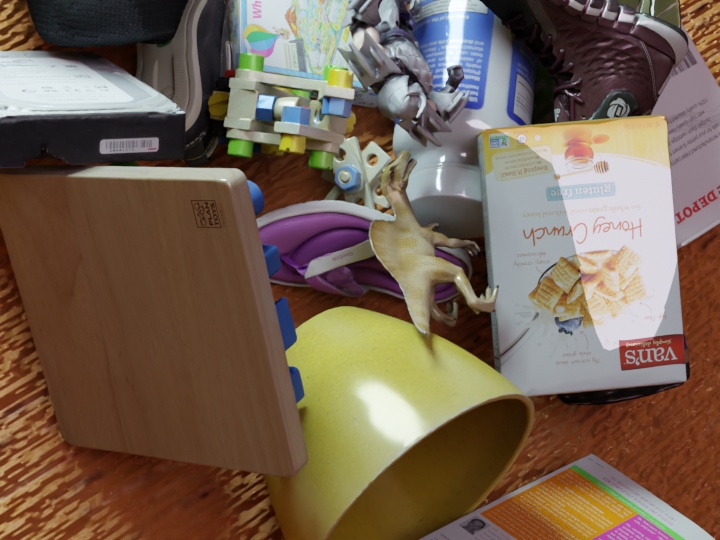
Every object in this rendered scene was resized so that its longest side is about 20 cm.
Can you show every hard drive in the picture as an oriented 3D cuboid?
[{"bbox_3d":[-0.215,-0.113,0.963,0.138,0.200,0.038,-5,110,-27],"label":"hard drive"}]

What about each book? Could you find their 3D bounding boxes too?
[{"bbox_3d":[0.153,0.211,1.052,0.199,0.133,0.049,-14,120,-39],"label":"book"}]

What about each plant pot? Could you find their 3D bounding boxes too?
[{"bbox_3d":[0.004,0.110,1.015,0.199,0.201,0.142,-25,59,-30],"label":"plant pot"}]

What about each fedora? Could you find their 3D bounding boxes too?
[{"bbox_3d":[-0.180,-0.209,1.023,0.198,0.200,0.093,-6,106,-27],"label":"fedora"}]

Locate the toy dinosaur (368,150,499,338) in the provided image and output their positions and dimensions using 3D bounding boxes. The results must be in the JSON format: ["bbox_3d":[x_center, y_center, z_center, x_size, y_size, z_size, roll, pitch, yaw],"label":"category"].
[{"bbox_3d":[0.045,0.004,1.031,0.101,0.058,0.201,30,34,-31],"label":"toy dinosaur"}]

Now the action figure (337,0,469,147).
[{"bbox_3d":[0.028,-0.174,1.064,0.201,0.069,0.131,-99,162,-48],"label":"action figure"}]

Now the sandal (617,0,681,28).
[{"bbox_3d":[0.228,-0.224,1.191,0.079,0.054,0.203,4,72,10],"label":"sandal"}]

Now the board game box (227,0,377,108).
[{"bbox_3d":[-0.043,-0.242,1.173,0.133,0.034,0.203,7,71,-24],"label":"board game box"}]

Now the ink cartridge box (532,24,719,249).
[{"bbox_3d":[0.247,-0.121,1.247,0.145,0.084,0.201,-29,87,-30],"label":"ink cartridge box"}]

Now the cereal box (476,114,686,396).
[{"bbox_3d":[0.166,-0.010,1.074,0.142,0.040,0.203,-5,90,-3],"label":"cereal box"}]

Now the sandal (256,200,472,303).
[{"bbox_3d":[0.002,-0.006,1.090,0.200,0.083,0.050,6,39,-25],"label":"sandal"}]

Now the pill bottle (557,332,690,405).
[{"bbox_3d":[0.194,0.000,1.151,0.111,0.112,0.203,-12,91,-28],"label":"pill bottle"}]

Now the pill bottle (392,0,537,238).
[{"bbox_3d":[0.085,-0.134,1.157,0.111,0.112,0.202,16,68,-20],"label":"pill bottle"}]

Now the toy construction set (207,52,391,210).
[{"bbox_3d":[-0.040,-0.106,1.065,0.130,0.200,0.093,7,77,18],"label":"toy construction set"}]

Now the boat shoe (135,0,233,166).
[{"bbox_3d":[-0.131,-0.178,1.104,0.068,0.071,0.202,40,45,-53],"label":"boat shoe"}]

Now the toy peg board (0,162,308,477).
[{"bbox_3d":[-0.118,0.014,0.943,0.098,0.197,0.202,-41,126,-50],"label":"toy peg board"}]

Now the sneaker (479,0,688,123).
[{"bbox_3d":[0.151,-0.162,1.102,0.198,0.076,0.117,19,94,-12],"label":"sneaker"}]
